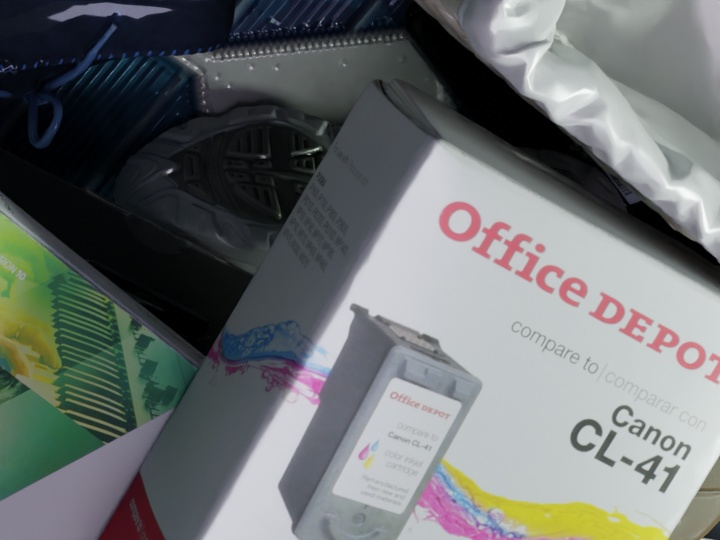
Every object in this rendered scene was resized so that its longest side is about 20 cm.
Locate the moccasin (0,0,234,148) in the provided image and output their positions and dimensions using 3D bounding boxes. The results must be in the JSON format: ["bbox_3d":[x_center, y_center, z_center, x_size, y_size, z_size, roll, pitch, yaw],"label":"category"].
[{"bbox_3d":[-0.142,-0.086,0.851,0.198,0.081,0.069,3,109,12],"label":"moccasin"}]

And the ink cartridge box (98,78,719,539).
[{"bbox_3d":[0.021,0.062,0.751,0.147,0.086,0.201,27,101,-20],"label":"ink cartridge box"}]

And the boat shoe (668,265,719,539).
[{"bbox_3d":[0.149,0.022,0.868,0.200,0.065,0.072,-44,131,-14],"label":"boat shoe"}]

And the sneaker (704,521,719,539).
[{"bbox_3d":[0.195,0.061,0.912,0.199,0.079,0.079,-25,90,-9],"label":"sneaker"}]

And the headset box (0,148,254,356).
[{"bbox_3d":[-0.118,0.046,0.885,0.148,0.078,0.200,27,144,-18],"label":"headset box"}]

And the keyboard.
[{"bbox_3d":[0.112,-0.055,0.905,0.104,0.040,0.200,-22,121,34],"label":"keyboard"}]

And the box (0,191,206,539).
[{"bbox_3d":[-0.139,0.086,0.768,0.200,0.036,0.144,-50,124,1],"label":"box"}]

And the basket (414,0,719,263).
[{"bbox_3d":[0.138,-0.109,0.759,0.200,0.161,0.199,37,92,-23],"label":"basket"}]

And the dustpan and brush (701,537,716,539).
[{"bbox_3d":[0.067,0.144,0.856,0.199,0.057,0.140,26,89,-14],"label":"dustpan and brush"}]

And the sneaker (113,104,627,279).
[{"bbox_3d":[0.000,0.000,0.906,0.198,0.078,0.100,11,138,1],"label":"sneaker"}]
